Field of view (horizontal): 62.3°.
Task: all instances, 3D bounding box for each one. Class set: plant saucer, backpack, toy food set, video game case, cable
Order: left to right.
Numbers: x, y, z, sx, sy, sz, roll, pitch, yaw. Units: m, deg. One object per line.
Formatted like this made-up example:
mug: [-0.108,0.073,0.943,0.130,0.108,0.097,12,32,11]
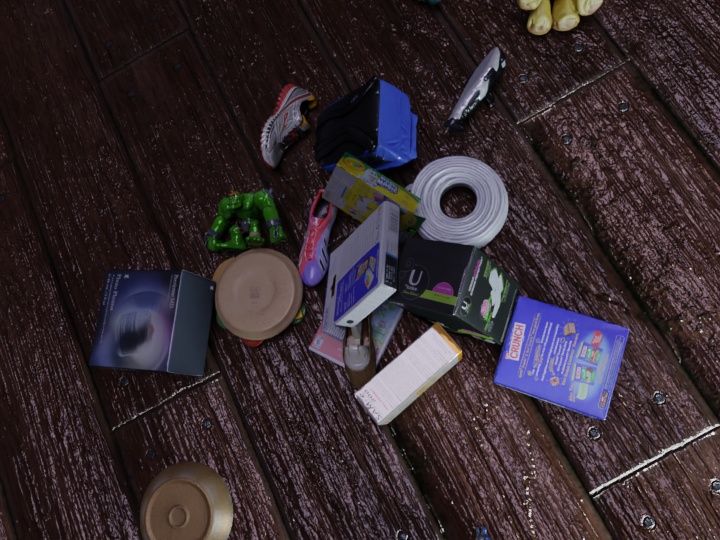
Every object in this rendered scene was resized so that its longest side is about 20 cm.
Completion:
plant saucer: [-0.349,0.479,1.164,0.198,0.035,0.202,-3,76,11]
toy food set: [-0.213,0.053,1.241,0.199,0.049,0.199,-17,74,5]
video game case: [0.001,0.100,1.204,0.142,0.017,0.201,24,81,16]
backpack: [0.009,-0.266,1.223,0.199,0.167,0.164,-10,67,42]
cable: [0.196,-0.137,1.200,0.199,0.069,0.201,-32,72,1]

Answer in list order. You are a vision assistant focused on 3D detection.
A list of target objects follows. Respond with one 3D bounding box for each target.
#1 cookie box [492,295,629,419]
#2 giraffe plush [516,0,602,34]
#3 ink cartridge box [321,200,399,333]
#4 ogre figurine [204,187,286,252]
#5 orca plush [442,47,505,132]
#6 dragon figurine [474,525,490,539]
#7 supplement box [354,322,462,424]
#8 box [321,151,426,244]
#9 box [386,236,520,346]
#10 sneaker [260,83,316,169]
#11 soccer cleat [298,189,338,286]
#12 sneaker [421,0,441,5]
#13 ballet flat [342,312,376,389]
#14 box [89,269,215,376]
cookie box: [0.362,0.157,1.090,0.199,0.075,0.172,18,80,14]
giraffe plush: [0.406,-0.627,1.254,0.171,0.201,0.163,-8,45,12]
ink cartridge box: [0.000,0.000,1.119,0.043,0.200,0.199,25,48,-24]
ogre figurine: [-0.246,-0.106,1.264,0.199,0.098,0.121,-14,72,47]
orca plush: [0.257,-0.365,1.247,0.071,0.105,0.201,33,70,-17]
dragon figurine: [0.169,0.543,1.037,0.099,0.059,0.201,14,77,14]
supplement box: [0.092,0.194,1.106,0.200,0.126,0.074,-41,73,-2]
box: [0.030,-0.136,1.171,0.199,0.117,0.049,34,58,-2]
box: [0.171,0.039,1.071,0.148,0.200,0.125,11,76,40]
sneaker: [-0.159,-0.315,1.309,0.082,0.078,0.201,19,80,13]
soccer cleat: [-0.091,-0.069,1.233,0.066,0.076,0.202,10,77,14]
sneaker: [0.104,-0.659,1.356,0.080,0.071,0.201,-37,67,4]
ballet flat: [-0.005,0.127,1.150,0.067,0.072,0.202,-1,76,11]
box: [-0.420,0.105,1.212,0.197,0.123,0.202,0,77,20]
